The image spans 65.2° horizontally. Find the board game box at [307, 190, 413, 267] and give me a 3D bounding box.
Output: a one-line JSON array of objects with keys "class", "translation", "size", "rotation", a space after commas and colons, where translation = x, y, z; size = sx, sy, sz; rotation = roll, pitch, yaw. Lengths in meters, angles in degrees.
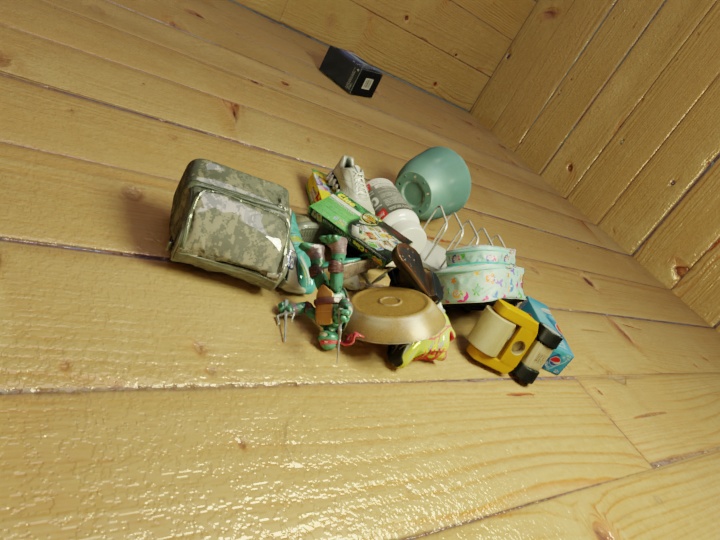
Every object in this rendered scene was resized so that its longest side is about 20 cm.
[{"class": "board game box", "translation": [-0.001, -0.086, 1.124], "size": [0.199, 0.024, 0.104], "rotation": [37, 44, 20]}]

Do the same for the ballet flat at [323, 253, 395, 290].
[{"class": "ballet flat", "translation": [0.000, 0.000, 1.104], "size": [0.197, 0.069, 0.068], "rotation": [-17, 8, -28]}]

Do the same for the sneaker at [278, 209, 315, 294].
[{"class": "sneaker", "translation": [-0.127, -0.033, 1.039], "size": [0.079, 0.077, 0.202], "rotation": [24, 36, -35]}]

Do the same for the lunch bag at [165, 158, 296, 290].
[{"class": "lunch bag", "translation": [-0.210, -0.063, 0.923], "size": [0.197, 0.140, 0.170], "rotation": [18, 46, -27]}]

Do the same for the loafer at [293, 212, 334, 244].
[{"class": "loafer", "translation": [-0.078, -0.097, 1.182], "size": [0.198, 0.076, 0.070], "rotation": [-1, 46, -49]}]

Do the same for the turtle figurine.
[{"class": "turtle figurine", "translation": [-0.061, 0.051, 0.911], "size": [0.100, 0.147, 0.204], "rotation": [21, 65, -57]}]

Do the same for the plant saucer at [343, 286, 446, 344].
[{"class": "plant saucer", "translation": [0.052, 0.069, 0.985], "size": [0.196, 0.036, 0.201], "rotation": [-1, 19, 0]}]

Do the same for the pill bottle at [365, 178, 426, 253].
[{"class": "pill bottle", "translation": [0.072, -0.121, 1.347], "size": [0.112, 0.115, 0.201], "rotation": [12, 33, -36]}]

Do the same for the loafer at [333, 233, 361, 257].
[{"class": "loafer", "translation": [0.014, -0.048, 1.204], "size": [0.198, 0.071, 0.074], "rotation": [18, 42, -36]}]

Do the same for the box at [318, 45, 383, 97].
[{"class": "box", "translation": [-0.040, -0.871, 2.471], "size": [0.198, 0.124, 0.199], "rotation": [40, 27, 18]}]

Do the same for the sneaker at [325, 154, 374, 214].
[{"class": "sneaker", "translation": [-0.017, -0.191, 1.297], "size": [0.074, 0.082, 0.201], "rotation": [11, 36, -40]}]

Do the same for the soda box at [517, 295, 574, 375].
[{"class": "soda box", "translation": [0.436, 0.151, 1.352], "size": [0.067, 0.065, 0.201], "rotation": [24, 29, -16]}]

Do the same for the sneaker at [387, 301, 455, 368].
[{"class": "sneaker", "translation": [0.123, 0.133, 1.028], "size": [0.091, 0.078, 0.199], "rotation": [55, 39, 1]}]

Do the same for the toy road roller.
[{"class": "toy road roller", "translation": [0.307, 0.133, 1.185], "size": [0.198, 0.124, 0.146], "rotation": [26, 14, -21]}]

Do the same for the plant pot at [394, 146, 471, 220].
[{"class": "plant pot", "translation": [0.187, -0.232, 1.586], "size": [0.200, 0.202, 0.160], "rotation": [42, 41, 18]}]

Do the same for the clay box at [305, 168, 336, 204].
[{"class": "clay box", "translation": [-0.063, -0.163, 1.340], "size": [0.113, 0.048, 0.201], "rotation": [19, 29, -27]}]

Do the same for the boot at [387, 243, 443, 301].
[{"class": "boot", "translation": [0.081, 0.020, 1.075], "size": [0.200, 0.095, 0.076], "rotation": [43, 35, -50]}]

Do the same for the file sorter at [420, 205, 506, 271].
[{"class": "file sorter", "translation": [0.254, -0.056, 1.430], "size": [0.197, 0.126, 0.140], "rotation": [24, 27, -16]}]

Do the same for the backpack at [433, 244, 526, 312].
[{"class": "backpack", "translation": [0.254, 0.021, 1.239], "size": [0.198, 0.175, 0.154], "rotation": [-9, 92, -47]}]
